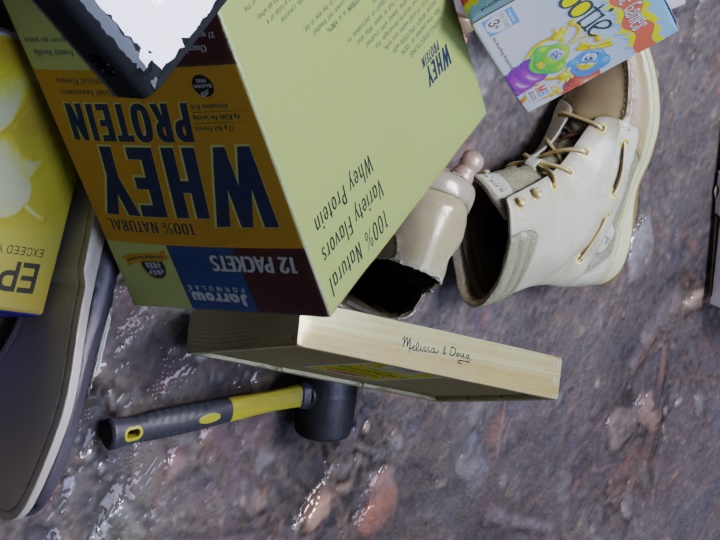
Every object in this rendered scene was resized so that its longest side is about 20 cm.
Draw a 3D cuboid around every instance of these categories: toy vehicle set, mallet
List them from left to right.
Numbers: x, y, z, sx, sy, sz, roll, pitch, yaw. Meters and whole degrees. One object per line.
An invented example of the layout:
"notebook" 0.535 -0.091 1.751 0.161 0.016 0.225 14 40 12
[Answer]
"mallet" -0.076 0.076 1.234 0.199 0.041 0.066 1 104 -45
"toy vehicle set" 0.009 0.052 1.202 0.199 0.124 0.027 13 79 -35

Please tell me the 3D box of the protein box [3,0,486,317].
"protein box" -0.054 -0.116 1.051 0.199 0.134 0.201 -52 133 -42

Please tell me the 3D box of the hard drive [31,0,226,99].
"hard drive" -0.116 -0.192 0.832 0.140 0.033 0.200 -55 127 -21

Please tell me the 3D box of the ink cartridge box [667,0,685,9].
"ink cartridge box" 0.168 -0.232 1.362 0.199 0.067 0.118 -24 121 -42

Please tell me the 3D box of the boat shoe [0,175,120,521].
"boat shoe" -0.157 0.043 1.094 0.062 0.072 0.202 14 90 -48

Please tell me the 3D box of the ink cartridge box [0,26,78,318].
"ink cartridge box" -0.232 -0.032 0.996 0.197 0.047 0.202 8 97 -52

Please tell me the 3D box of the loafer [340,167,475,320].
"loafer" 0.000 0.000 1.183 0.075 0.200 0.069 23 60 -13

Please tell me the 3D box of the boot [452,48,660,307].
"boot" 0.134 -0.077 1.388 0.154 0.072 0.202 -11 114 -44

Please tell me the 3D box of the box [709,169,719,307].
"box" 0.383 -0.074 1.661 0.176 0.096 0.202 -20 121 -46

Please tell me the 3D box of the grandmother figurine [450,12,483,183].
"grandmother figurine" 0.026 -0.070 1.277 0.120 0.061 0.202 9 102 -23

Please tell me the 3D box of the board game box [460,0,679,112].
"board game box" 0.090 -0.214 1.151 0.102 0.201 0.105 -28 147 10
